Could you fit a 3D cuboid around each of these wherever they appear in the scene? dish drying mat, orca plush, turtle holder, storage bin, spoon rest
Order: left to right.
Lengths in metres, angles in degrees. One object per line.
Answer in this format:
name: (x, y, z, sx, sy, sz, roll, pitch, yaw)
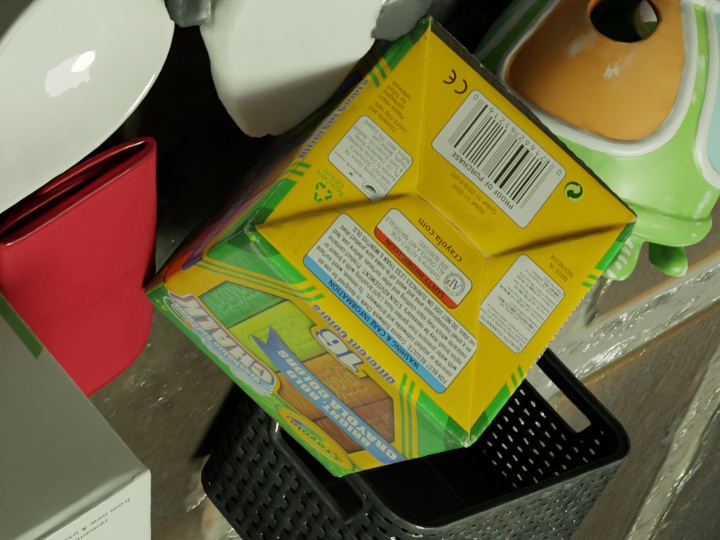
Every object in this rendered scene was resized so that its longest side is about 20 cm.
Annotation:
spoon rest: (-0.146, -0.044, 0.787, 0.200, 0.061, 0.100, -34, 154, -16)
dish drying mat: (-0.119, 0.009, 0.925, 0.077, 0.018, 0.200, -34, 162, -18)
orca plush: (-0.029, -0.141, 0.811, 0.105, 0.071, 0.200, -14, 144, -6)
storage bin: (0.031, 0.102, 1.185, 0.199, 0.135, 0.094, -12, 141, -47)
turtle holder: (0.127, -0.077, 1.045, 0.185, 0.141, 0.132, 8, 108, -48)

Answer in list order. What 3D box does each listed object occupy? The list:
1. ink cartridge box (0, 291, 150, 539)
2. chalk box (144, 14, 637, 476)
ink cartridge box: (-0.159, 0.103, 0.899, 0.087, 0.145, 0.200, -31, 152, -26)
chalk box: (0.000, 0.000, 0.928, 0.124, 0.124, 0.200, -51, -172, -21)
